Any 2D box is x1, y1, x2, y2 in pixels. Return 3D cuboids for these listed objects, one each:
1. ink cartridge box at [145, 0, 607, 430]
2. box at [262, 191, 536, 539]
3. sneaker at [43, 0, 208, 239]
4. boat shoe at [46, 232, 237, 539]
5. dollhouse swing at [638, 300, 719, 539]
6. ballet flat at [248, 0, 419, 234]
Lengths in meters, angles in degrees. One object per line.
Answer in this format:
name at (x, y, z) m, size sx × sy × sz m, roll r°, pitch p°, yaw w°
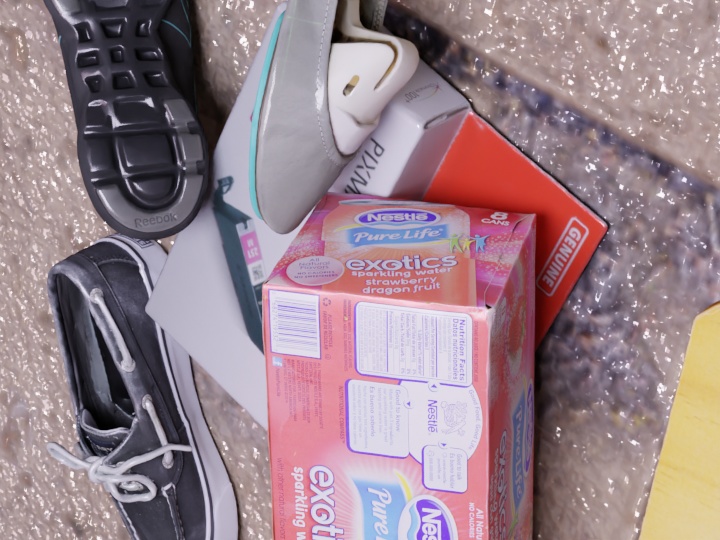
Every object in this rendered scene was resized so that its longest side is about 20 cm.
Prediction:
ink cartridge box at (0.000, 0.000, 1.117) m, size 0.174 × 0.043 × 0.200 m, roll 43°, pitch 130°, yaw 20°
box at (0.021, 0.077, 1.067) m, size 0.102 × 0.095 × 0.201 m, roll 6°, pitch 119°, yaw 16°
sneaker at (-0.115, -0.112, 1.143) m, size 0.079 × 0.075 × 0.201 m, roll 150°, pitch 116°, yaw -83°
boat shoe at (-0.116, 0.084, 1.231) m, size 0.073 × 0.068 × 0.200 m, roll 7°, pitch 113°, yaw 38°
dollhouse swing at (0.227, 0.089, 0.878) m, size 0.176 × 0.181 × 0.201 m, roll 30°, pitch 121°, yaw 38°
ballet flat at (-0.002, -0.112, 1.020) m, size 0.063 × 0.067 × 0.201 m, roll 9°, pitch 91°, yaw 23°
